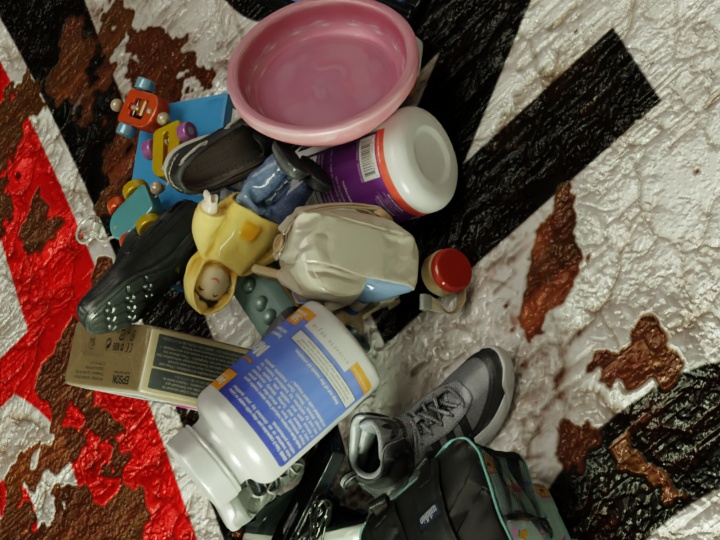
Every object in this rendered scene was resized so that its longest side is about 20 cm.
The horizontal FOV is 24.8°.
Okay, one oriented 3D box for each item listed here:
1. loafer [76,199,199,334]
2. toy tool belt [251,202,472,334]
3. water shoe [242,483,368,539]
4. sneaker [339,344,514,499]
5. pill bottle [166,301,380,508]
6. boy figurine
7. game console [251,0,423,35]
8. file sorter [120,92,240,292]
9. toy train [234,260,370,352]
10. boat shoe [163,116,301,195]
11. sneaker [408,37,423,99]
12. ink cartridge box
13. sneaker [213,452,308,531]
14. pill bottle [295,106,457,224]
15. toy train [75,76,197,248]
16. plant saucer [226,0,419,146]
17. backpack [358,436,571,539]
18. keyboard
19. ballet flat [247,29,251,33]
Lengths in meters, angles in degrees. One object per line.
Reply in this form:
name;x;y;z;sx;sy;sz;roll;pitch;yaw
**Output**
loafer;-0.227;-0.006;1.714;0.070;0.068;0.200;31;53;24
toy tool belt;0.000;0.000;1.670;0.123;0.198;0.126;-30;54;57
water shoe;-0.047;0.251;1.677;0.199;0.071;0.080;-12;69;39
sneaker;0.062;0.149;1.590;0.201;0.113;0.076;-53;49;13
pill bottle;-0.087;0.132;1.583;0.200;0.112;0.112;-40;47;-12
boy figurine;-0.123;-0.041;1.683;0.200;0.124;0.065;-48;39;14
game console;-0.018;-0.349;1.844;0.200;0.175;0.117;31;124;44
file sorter;-0.176;-0.081;1.877;0.138;0.122;0.202;-4;72;39
toy train;-0.069;0.049;1.742;0.085;0.114;0.200;-49;50;16
boat shoe;-0.115;-0.137;1.750;0.199;0.074;0.060;-23;19;-12
sneaker;-0.022;-0.202;1.818;0.199;0.073;0.085;-12;65;37
ink cartridge box;-0.204;0.108;1.774;0.199;0.164;0.076;-1;75;58
sneaker;-0.099;0.194;1.680;0.082;0.200;0.075;-23;103;22
pill bottle;-0.003;-0.094;1.736;0.199;0.112;0.113;-17;64;37
toy train;-0.239;-0.111;1.826;0.150;0.055;0.202;11;79;44
plant saucer;-0.036;-0.198;1.686;0.199;0.051;0.202;-6;50;8
backpack;0.108;0.279;1.475;0.176;0.153;0.201;-43;42;24
keyboard;-0.053;0.256;1.609;0.104;0.039;0.201;-99;33;-68
ballet flat;-0.093;-0.182;1.812;0.068;0.068;0.202;-146;45;-60
